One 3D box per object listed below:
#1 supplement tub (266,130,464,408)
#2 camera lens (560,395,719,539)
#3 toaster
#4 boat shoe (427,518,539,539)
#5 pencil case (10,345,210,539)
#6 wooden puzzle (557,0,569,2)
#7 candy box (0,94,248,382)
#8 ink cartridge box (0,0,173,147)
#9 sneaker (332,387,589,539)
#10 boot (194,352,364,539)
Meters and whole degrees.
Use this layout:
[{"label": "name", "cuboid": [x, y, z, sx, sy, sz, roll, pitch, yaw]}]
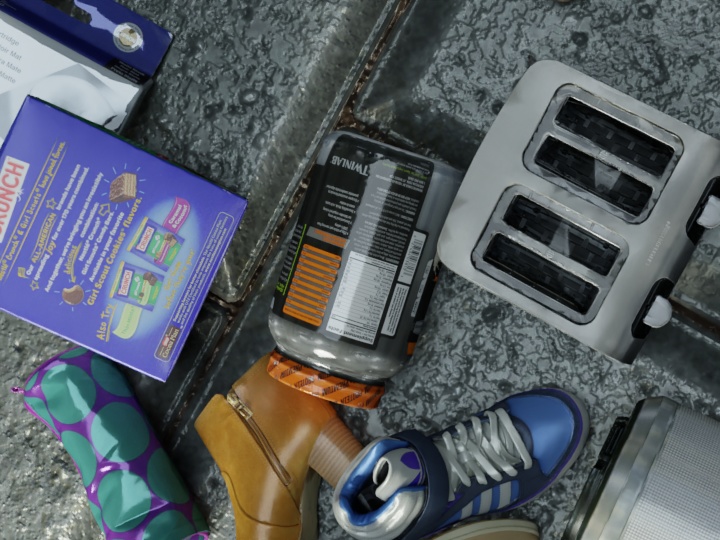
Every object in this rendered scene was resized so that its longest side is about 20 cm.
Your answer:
[{"label": "supplement tub", "cuboid": [0.000, 0.000, 0.971, 0.122, 0.122, 0.201, 19, 94, 15]}, {"label": "camera lens", "cuboid": [0.255, 0.195, 0.873, 0.199, 0.160, 0.161, 25, 95, 15]}, {"label": "toaster", "cuboid": [0.166, -0.050, 0.927, 0.199, 0.119, 0.182, 30, 95, 13]}, {"label": "boat shoe", "cuboid": [0.058, 0.245, 0.927, 0.199, 0.074, 0.069, -11, 56, -23]}, {"label": "pencil case", "cuboid": [-0.212, 0.165, 1.043, 0.092, 0.085, 0.201, -29, 80, -5]}, {"label": "wooden puzzle", "cuboid": [0.125, -0.338, 0.991, 0.199, 0.046, 0.186, 28, 96, 10]}, {"label": "candy box", "cuboid": [-0.217, -0.027, 1.016, 0.199, 0.077, 0.170, 26, 90, -9]}, {"label": "ink cartridge box", "cuboid": [-0.293, -0.166, 1.058, 0.199, 0.041, 0.201, 27, 90, -6]}, {"label": "sneaker", "cuboid": [0.072, 0.149, 0.928, 0.199, 0.146, 0.081, -30, 69, 14]}, {"label": "boot", "cuboid": [-0.093, 0.182, 1.025, 0.144, 0.071, 0.202, 40, 95, 19]}]
